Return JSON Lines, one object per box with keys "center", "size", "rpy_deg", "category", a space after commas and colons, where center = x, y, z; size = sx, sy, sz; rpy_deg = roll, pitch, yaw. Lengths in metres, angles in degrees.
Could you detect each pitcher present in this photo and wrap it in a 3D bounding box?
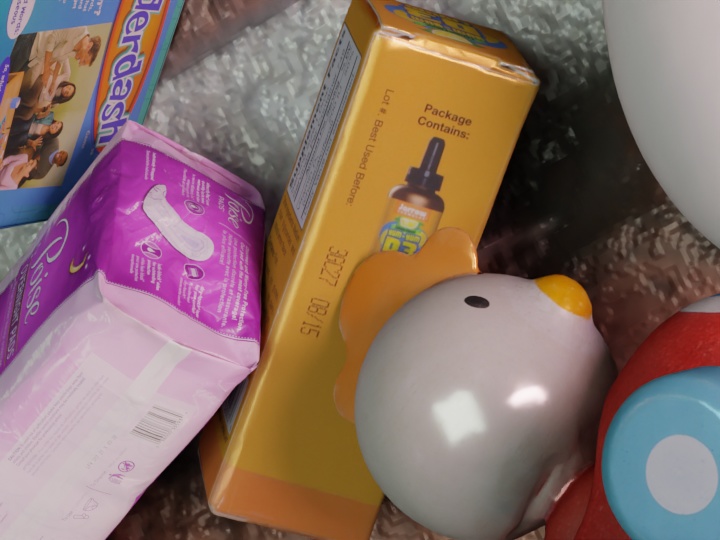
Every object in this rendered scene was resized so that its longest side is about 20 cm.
{"center": [0.153, -0.112, 0.996], "size": [0.171, 0.121, 0.200], "rpy_deg": [-35, 69, 29], "category": "pitcher"}

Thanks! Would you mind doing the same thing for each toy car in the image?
{"center": [0.073, 0.049, 1.021], "size": [0.200, 0.184, 0.177], "rpy_deg": [41, 113, 21], "category": "toy car"}

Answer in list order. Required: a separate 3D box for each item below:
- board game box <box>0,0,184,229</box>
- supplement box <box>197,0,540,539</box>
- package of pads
{"center": [-0.139, -0.089, 1.104], "size": [0.045, 0.200, 0.152], "rpy_deg": [27, 107, 23], "category": "board game box"}
{"center": [0.000, 0.000, 1.108], "size": [0.066, 0.069, 0.200], "rpy_deg": [17, 108, -13], "category": "supplement box"}
{"center": [-0.118, 0.052, 1.141], "size": [0.076, 0.121, 0.200], "rpy_deg": [29, 123, -21], "category": "package of pads"}
